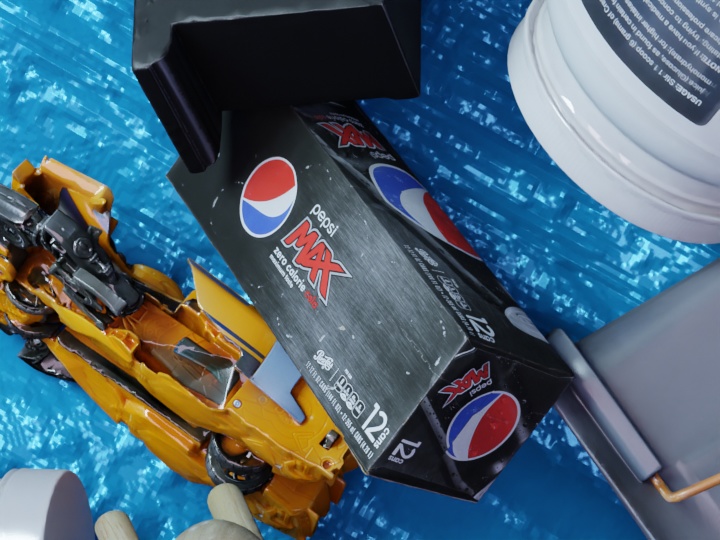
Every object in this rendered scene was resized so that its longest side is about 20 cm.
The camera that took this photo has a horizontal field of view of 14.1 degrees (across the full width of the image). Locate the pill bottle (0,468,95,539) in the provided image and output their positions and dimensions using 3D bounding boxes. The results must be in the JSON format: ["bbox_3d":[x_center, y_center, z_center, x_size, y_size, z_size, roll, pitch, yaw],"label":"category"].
[{"bbox_3d":[-0.219,0.127,1.241,0.199,0.112,0.113,0,94,11],"label":"pill bottle"}]

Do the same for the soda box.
[{"bbox_3d":[0.000,0.000,1.157,0.071,0.063,0.200,-53,44,17],"label":"soda box"}]

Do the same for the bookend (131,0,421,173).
[{"bbox_3d":[0.019,-0.155,1.147,0.199,0.092,0.200,-5,65,11],"label":"bookend"}]

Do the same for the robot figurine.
[{"bbox_3d":[-0.087,0.028,1.209,0.200,0.145,0.058,37,67,6],"label":"robot figurine"}]

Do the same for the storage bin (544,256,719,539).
[{"bbox_3d":[0.171,0.074,1.160,0.134,0.146,0.200,-37,87,1],"label":"storage bin"}]

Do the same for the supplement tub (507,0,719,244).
[{"bbox_3d":[0.158,-0.119,1.094,0.140,0.140,0.200,43,128,5],"label":"supplement tub"}]

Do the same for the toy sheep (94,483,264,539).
[{"bbox_3d":[-0.062,0.176,1.176,0.137,0.138,0.200,14,135,9],"label":"toy sheep"}]
